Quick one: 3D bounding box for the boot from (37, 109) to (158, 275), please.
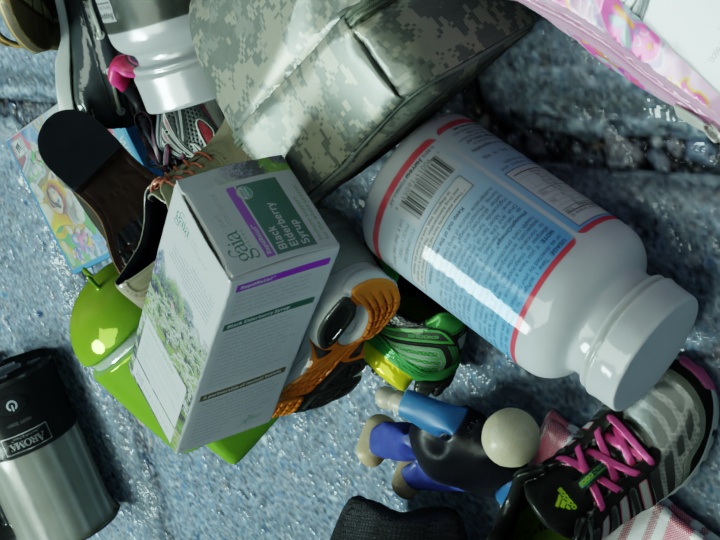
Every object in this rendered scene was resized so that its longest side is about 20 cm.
[{"bbox_3d":[-0.171,-0.037,1.154,0.200,0.075,0.097,54,178,6],"label":"boot"}]

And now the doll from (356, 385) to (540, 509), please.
[{"bbox_3d":[0.062,0.126,1.045,0.136,0.049,0.200,43,156,-13],"label":"doll"}]

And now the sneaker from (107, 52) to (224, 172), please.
[{"bbox_3d":[-0.127,-0.089,1.141,0.081,0.075,0.201,-27,93,52],"label":"sneaker"}]

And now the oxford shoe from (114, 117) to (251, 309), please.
[{"bbox_3d":[-0.111,-0.059,1.060,0.075,0.201,0.070,28,166,-31],"label":"oxford shoe"}]

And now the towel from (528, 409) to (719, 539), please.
[{"bbox_3d":[0.188,0.204,1.020,0.200,0.030,0.147,37,134,26],"label":"towel"}]

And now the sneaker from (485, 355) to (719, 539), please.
[{"bbox_3d":[0.150,0.136,0.941,0.074,0.087,0.200,50,122,19],"label":"sneaker"}]

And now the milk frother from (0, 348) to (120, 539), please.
[{"bbox_3d":[-0.368,0.189,1.563,0.200,0.180,0.189,-93,-17,-77],"label":"milk frother"}]

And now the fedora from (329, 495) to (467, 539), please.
[{"bbox_3d":[0.030,0.224,1.128,0.200,0.200,0.092,-1,79,48],"label":"fedora"}]

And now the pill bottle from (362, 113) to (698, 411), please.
[{"bbox_3d":[0.104,-0.004,0.910,0.200,0.109,0.109,38,137,26],"label":"pill bottle"}]

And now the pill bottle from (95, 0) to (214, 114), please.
[{"bbox_3d":[-0.138,-0.221,1.035,0.114,0.114,0.201,0,113,48],"label":"pill bottle"}]

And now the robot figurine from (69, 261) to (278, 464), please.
[{"bbox_3d":[-0.157,0.069,1.217,0.200,0.116,0.175,45,171,-14],"label":"robot figurine"}]

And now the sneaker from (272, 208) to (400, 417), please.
[{"bbox_3d":[-0.036,0.030,1.024,0.092,0.075,0.200,64,145,25],"label":"sneaker"}]

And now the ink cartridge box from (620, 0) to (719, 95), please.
[{"bbox_3d":[0.171,-0.183,0.690,0.200,0.144,0.084,47,142,15],"label":"ink cartridge box"}]

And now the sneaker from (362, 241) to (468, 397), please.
[{"bbox_3d":[0.000,0.000,1.069,0.200,0.078,0.085,36,130,15],"label":"sneaker"}]

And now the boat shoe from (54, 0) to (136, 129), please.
[{"bbox_3d":[-0.211,-0.211,1.169,0.060,0.076,0.201,-2,107,6],"label":"boat shoe"}]

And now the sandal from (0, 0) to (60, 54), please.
[{"bbox_3d":[-0.271,-0.210,1.158,0.200,0.054,0.081,-141,49,-85],"label":"sandal"}]

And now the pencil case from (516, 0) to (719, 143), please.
[{"bbox_3d":[0.160,-0.136,0.782,0.200,0.087,0.088,41,138,24],"label":"pencil case"}]

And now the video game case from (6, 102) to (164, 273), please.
[{"bbox_3d":[-0.242,-0.083,1.317,0.200,0.018,0.144,-20,98,51],"label":"video game case"}]

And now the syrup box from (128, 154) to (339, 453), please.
[{"bbox_3d":[-0.086,0.025,0.941,0.079,0.081,0.200,57,146,26],"label":"syrup box"}]

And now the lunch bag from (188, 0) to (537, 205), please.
[{"bbox_3d":[-0.013,-0.160,0.912,0.168,0.139,0.200,52,143,-1],"label":"lunch bag"}]
